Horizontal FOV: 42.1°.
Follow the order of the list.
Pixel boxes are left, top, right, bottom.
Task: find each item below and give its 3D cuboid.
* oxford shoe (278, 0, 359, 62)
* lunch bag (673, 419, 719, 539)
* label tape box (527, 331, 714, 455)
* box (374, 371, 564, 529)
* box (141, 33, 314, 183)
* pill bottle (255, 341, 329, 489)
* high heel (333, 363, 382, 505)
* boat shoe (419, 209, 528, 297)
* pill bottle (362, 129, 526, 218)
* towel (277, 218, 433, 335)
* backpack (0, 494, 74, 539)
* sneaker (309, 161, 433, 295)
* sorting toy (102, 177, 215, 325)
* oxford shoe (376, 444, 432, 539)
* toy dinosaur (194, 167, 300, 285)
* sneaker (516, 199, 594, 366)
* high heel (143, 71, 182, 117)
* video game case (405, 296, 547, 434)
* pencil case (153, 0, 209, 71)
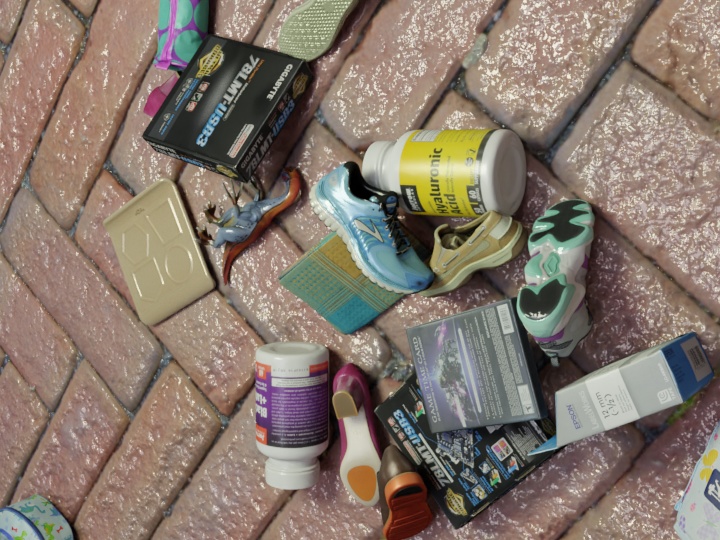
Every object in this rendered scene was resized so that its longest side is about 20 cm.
[{"bbox_3d":[-0.050,-0.369,1.331,0.075,0.058,0.200,39,134,-9],"label":"oxford shoe"},{"bbox_3d":[0.453,0.266,1.015,0.199,0.126,0.171,33,111,34],"label":"lunch bag"},{"bbox_3d":[0.294,0.144,1.095,0.199,0.143,0.067,-27,81,33],"label":"label tape box"},{"bbox_3d":[0.142,0.208,1.255,0.199,0.049,0.201,-48,68,31],"label":"box"},{"bbox_3d":[-0.197,-0.244,1.388,0.197,0.050,0.201,21,73,33],"label":"box"},{"bbox_3d":[-0.101,0.214,1.393,0.110,0.111,0.203,4,97,34],"label":"pill bottle"},{"bbox_3d":[-0.002,0.240,1.372,0.066,0.096,0.202,-13,109,14],"label":"high heel"},{"bbox_3d":[0.122,-0.029,1.197,0.076,0.072,0.199,37,139,-19],"label":"boat shoe"},{"bbox_3d":[0.105,-0.127,1.215,0.198,0.111,0.113,5,98,35],"label":"pill bottle"},{"bbox_3d":[0.000,0.000,1.310,0.146,0.022,0.199,40,122,-21],"label":"towel"},{"bbox_3d":[-0.644,0.547,1.782,0.182,0.146,0.202,32,109,25],"label":"backpack"},{"bbox_3d":[0.023,-0.055,1.191,0.200,0.078,0.090,47,121,4],"label":"sneaker"},{"bbox_3d":[-0.337,-0.030,1.578,0.184,0.036,0.202,-28,84,33],"label":"sorting toy"},{"bbox_3d":[0.057,0.311,1.292,0.201,0.070,0.073,91,162,-50],"label":"oxford shoe"},{"bbox_3d":[-0.162,-0.089,1.447,0.179,0.106,0.201,-6,131,21],"label":"toy dinosaur"},{"bbox_3d":[0.250,0.023,1.149,0.077,0.140,0.201,5,53,33],"label":"sneaker"},{"bbox_3d":[-0.281,-0.222,1.489,0.096,0.067,0.201,-41,67,20],"label":"high heel"},{"bbox_3d":[0.139,0.123,1.168,0.199,0.019,0.145,-21,81,52],"label":"video game case"},{"bbox_3d":[-0.277,-0.413,1.456,0.084,0.092,0.203,9,102,16],"label":"pencil case"}]
